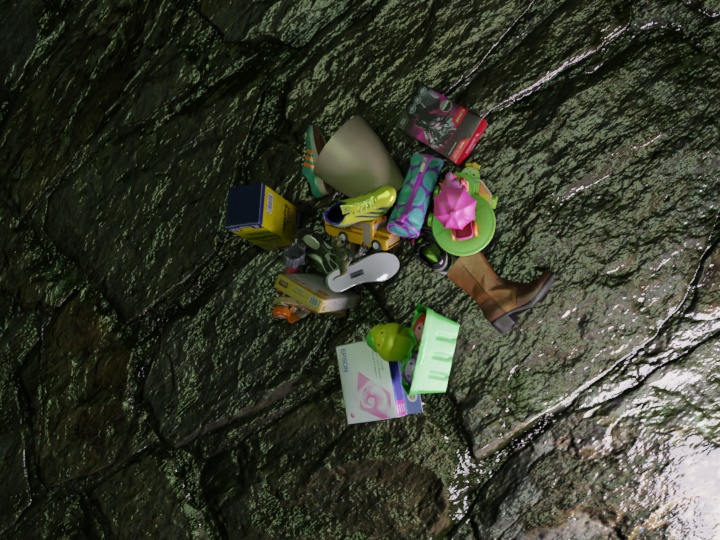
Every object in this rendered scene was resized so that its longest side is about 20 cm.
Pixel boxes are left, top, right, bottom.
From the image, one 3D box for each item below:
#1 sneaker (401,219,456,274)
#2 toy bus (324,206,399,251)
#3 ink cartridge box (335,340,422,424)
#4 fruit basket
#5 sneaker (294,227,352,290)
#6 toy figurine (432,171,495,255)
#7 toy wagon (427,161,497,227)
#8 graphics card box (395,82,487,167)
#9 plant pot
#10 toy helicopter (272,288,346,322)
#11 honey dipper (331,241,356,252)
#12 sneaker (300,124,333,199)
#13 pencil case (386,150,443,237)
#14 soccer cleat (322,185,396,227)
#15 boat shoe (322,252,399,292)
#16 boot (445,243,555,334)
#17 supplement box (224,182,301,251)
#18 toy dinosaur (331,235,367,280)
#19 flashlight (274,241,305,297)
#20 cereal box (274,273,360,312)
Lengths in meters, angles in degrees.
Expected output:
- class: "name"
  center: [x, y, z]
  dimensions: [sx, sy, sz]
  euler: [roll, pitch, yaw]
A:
- class: "sneaker"
  center: [0.150, -0.072, 1.464]
  dimensions: [0.074, 0.087, 0.201]
  euler: [-45, 69, 14]
- class: "toy bus"
  center: [0.003, -0.109, 1.528]
  dimensions: [0.197, 0.065, 0.080]
  euler: [16, 119, 35]
- class: "ink cartridge box"
  center: [0.043, 0.271, 1.511]
  dimensions: [0.197, 0.043, 0.201]
  euler: [-15, 79, 25]
- class: "fruit basket"
  center: [0.113, 0.178, 1.421]
  dimensions: [0.211, 0.155, 0.221]
  euler: [0, 91, -5]
- class: "sneaker"
  center: [-0.093, -0.023, 1.574]
  dimensions: [0.200, 0.089, 0.077]
  euler: [45, 66, 5]
- class: "toy figurine"
  center: [0.214, -0.152, 1.328]
  dimensions: [0.147, 0.184, 0.204]
  euler: [-9, 76, 14]
- class: "toy wagon"
  center: [0.247, -0.166, 1.440]
  dimensions: [0.152, 0.040, 0.204]
  euler: [11, 85, 17]
- class: "graphics card box"
  center: [0.198, -0.360, 1.488]
  dimensions: [0.199, 0.051, 0.127]
  euler: [38, 102, 24]
- class: "plant pot"
  center: [0.014, -0.247, 1.507]
  dimensions: [0.200, 0.187, 0.188]
  euler: [42, 103, 7]
- class: "toy helicopter"
  center: [-0.133, 0.102, 1.579]
  dimensions: [0.196, 0.133, 0.080]
  euler: [7, 69, 1]
- class: "honey dipper"
  center: [-0.106, -0.055, 1.611]
  dimensions: [0.196, 0.038, 0.039]
  euler: [-3, 84, 26]
- class: "sneaker"
  center: [-0.131, -0.291, 1.625]
  dimensions: [0.079, 0.071, 0.204]
  euler: [-16, 74, 27]
- class: "pencil case"
  center: [0.129, -0.179, 1.433]
  dimensions: [0.084, 0.093, 0.203]
  euler: [17, 77, 12]
- class: "soccer cleat"
  center: [-0.004, -0.149, 1.432]
  dimensions: [0.198, 0.083, 0.066]
  euler: [-19, 77, 35]
- class: "boat shoe"
  center: [0.000, 0.000, 1.510]
  dimensions: [0.196, 0.064, 0.072]
  euler: [-15, 100, -18]
- class: "boot"
  center: [0.322, 0.012, 1.389]
  dimensions: [0.201, 0.068, 0.189]
  euler: [50, 118, 16]
- class: "supplement box"
  center: [-0.252, -0.136, 1.589]
  dimensions: [0.107, 0.199, 0.112]
  euler: [-5, 73, 24]
- class: "toy dinosaur"
  center: [-0.028, -0.035, 1.461]
  dimensions: [0.087, 0.201, 0.048]
  euler: [-25, 116, 9]
- class: "flashlight"
  center: [-0.184, 0.004, 1.560]
  dimensions: [0.066, 0.201, 0.069]
  euler: [5, 61, -8]
- class: "cereal box"
  center: [-0.104, 0.053, 1.510]
  dimensions: [0.142, 0.199, 0.040]
  euler: [28, 101, 25]
